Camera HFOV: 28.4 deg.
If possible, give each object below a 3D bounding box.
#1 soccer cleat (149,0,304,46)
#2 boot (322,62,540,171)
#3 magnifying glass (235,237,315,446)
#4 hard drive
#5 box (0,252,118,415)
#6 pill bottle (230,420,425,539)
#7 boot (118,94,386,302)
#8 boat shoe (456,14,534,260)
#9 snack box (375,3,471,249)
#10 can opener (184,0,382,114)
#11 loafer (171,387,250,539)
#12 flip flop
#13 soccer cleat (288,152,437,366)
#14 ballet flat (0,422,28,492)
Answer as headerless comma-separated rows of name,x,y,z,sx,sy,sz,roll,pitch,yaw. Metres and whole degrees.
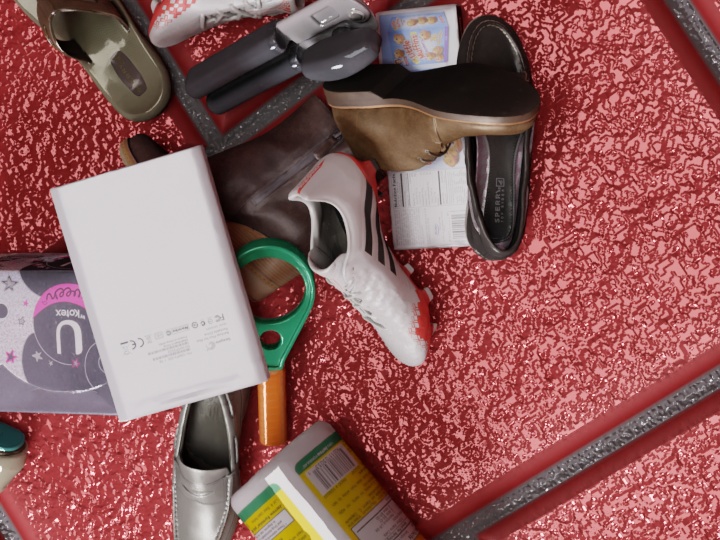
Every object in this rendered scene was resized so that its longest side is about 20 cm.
soccer cleat,-0.093,-0.241,1.203,0.199,0.069,0.086,-35,82,13
boot,0.062,-0.119,1.134,0.199,0.074,0.076,9,126,40
magnifying glass,-0.078,0.064,1.233,0.079,0.022,0.202,-2,117,-4
hard drive,-0.165,0.011,1.176,0.131,0.026,0.202,-15,95,4
box,-0.270,0.054,1.276,0.198,0.115,0.133,0,97,17
pill bottle,-0.010,0.239,1.222,0.113,0.113,0.200,-43,84,17
boot,-0.095,-0.092,1.242,0.200,0.072,0.166,44,95,9
boat shoe,0.114,-0.108,1.157,0.066,0.057,0.202,-2,95,-7
snack box,0.056,-0.120,1.201,0.071,0.024,0.202,-3,96,17
can opener,-0.069,-0.176,1.183,0.199,0.053,0.067,-17,49,39
loafer,-0.141,0.175,1.275,0.069,0.070,0.202,8,99,16
flip flop,-0.246,-0.215,1.264,0.081,0.058,0.200,-40,85,18
soccer cleat,0.000,0.000,1.181,0.068,0.085,0.201,3,121,46
ballet flat,-0.411,0.150,1.362,0.199,0.069,0.070,29,104,11
